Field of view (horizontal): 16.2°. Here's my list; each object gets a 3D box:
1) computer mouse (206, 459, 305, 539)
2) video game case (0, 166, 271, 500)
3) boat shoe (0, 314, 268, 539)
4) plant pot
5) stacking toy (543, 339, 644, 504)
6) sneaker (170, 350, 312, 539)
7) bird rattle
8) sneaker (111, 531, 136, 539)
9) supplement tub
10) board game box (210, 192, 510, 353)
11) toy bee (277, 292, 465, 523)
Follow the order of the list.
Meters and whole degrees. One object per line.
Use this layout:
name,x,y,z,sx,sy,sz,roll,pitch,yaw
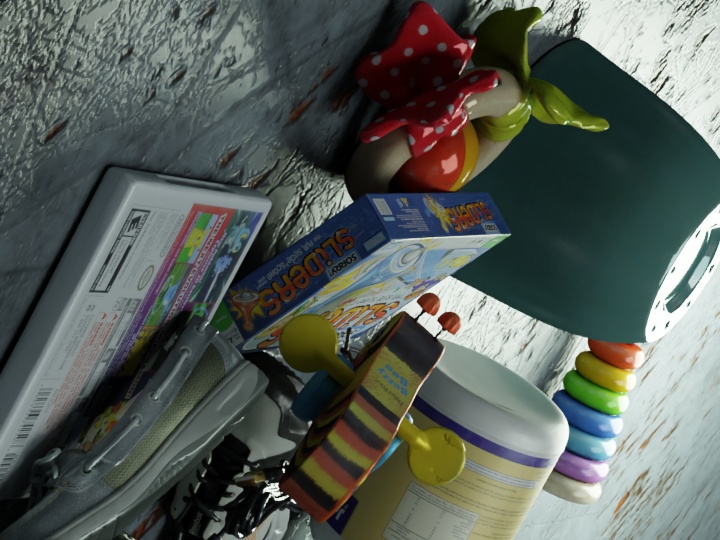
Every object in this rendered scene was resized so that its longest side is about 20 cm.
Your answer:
computer mouse,-0.096,0.199,1.531,0.200,0.044,0.110,-53,169,12
video game case,-0.139,0.038,1.428,0.201,0.023,0.182,-62,160,9
boat shoe,-0.138,0.104,1.420,0.202,0.065,0.074,-41,174,-27
plant pot,0.177,-0.041,1.848,0.201,0.161,0.201,-46,158,-26
stacking toy,0.217,0.107,2.291,0.201,0.085,0.085,-65,159,11
sneaker,-0.079,0.133,1.638,0.080,0.074,0.201,-38,152,-38
bird rattle,0.057,-0.086,1.599,0.200,0.113,0.163,-23,158,-52
sneaker,-0.162,0.198,1.535,0.085,0.074,0.200,-52,160,-11
supplement tub,0.050,0.166,1.884,0.201,0.145,0.145,-62,160,13
board game box,0.000,0.000,1.596,0.135,0.035,0.200,-34,168,22
toy bee,0.008,0.062,1.544,0.109,0.131,0.201,-46,-151,26
